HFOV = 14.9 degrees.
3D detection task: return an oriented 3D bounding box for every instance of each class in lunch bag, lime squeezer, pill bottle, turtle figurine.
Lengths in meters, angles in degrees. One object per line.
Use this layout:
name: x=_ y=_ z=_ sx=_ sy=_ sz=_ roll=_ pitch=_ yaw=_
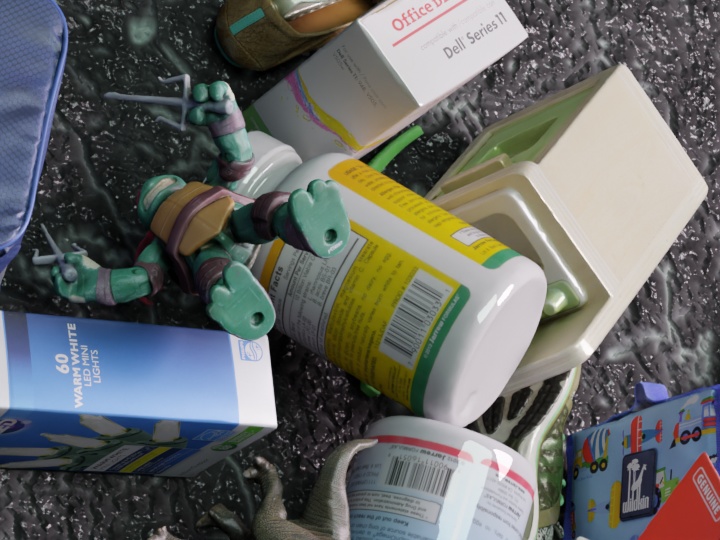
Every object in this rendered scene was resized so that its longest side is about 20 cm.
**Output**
lunch bag: x=-0.244 y=-0.071 z=1.515 sx=0.135 sy=0.132 sz=0.201 roll=16 pitch=60 yaw=-11
lunch bag: x=0.197 y=0.166 z=1.691 sx=0.094 sy=0.150 sz=0.201 roll=4 pitch=72 yaw=-34
lime squeezer: x=0.004 y=-0.026 z=1.731 sx=0.070 sy=0.038 sz=0.201 roll=26 pitch=55 yaw=-24
pill bottle: x=0.000 y=0.000 z=1.626 sx=0.199 sy=0.113 sz=0.113 roll=30 pitch=47 yaw=19
pill bottle: x=0.026 y=0.194 z=1.581 sx=0.108 sy=0.109 sz=0.201 roll=26 pitch=70 yaw=-23
turtle figurine: x=-0.094 y=-0.030 z=1.556 sx=0.100 sy=0.200 sz=0.150 roll=29 pitch=88 yaw=-38

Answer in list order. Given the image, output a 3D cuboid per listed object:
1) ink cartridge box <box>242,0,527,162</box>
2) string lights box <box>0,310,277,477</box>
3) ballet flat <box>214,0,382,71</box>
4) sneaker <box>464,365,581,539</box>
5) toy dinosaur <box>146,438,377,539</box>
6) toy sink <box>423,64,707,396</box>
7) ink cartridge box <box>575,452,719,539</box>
ink cartridge box: x=0.020 y=-0.123 z=1.681 sx=0.117 sy=0.200 sz=0.067 roll=-35 pitch=91 yaw=-41
string lights box: x=-0.158 y=0.069 z=1.524 sx=0.199 sy=0.103 sz=0.059 roll=5 pitch=67 yaw=-33
ballet flat: x=-0.009 y=-0.185 z=1.775 sx=0.199 sy=0.072 sz=0.068 roll=-24 pitch=83 yaw=-41
sneaker: x=0.100 y=0.130 z=1.722 sx=0.089 sy=0.076 sz=0.201 roll=60 pitch=39 yaw=-40
toy dinosaur: x=-0.058 y=0.172 z=1.539 sx=0.200 sy=0.077 sz=0.102 roll=-34 pitch=72 yaw=-28
toy sink: x=0.105 y=-0.023 z=1.724 sx=0.112 sy=0.130 sz=0.200 roll=54 pitch=45 yaw=-13
ink cartridge box: x=0.168 y=0.223 z=1.585 sx=0.043 sy=0.174 sz=0.200 roll=19 pitch=27 yaw=-27
